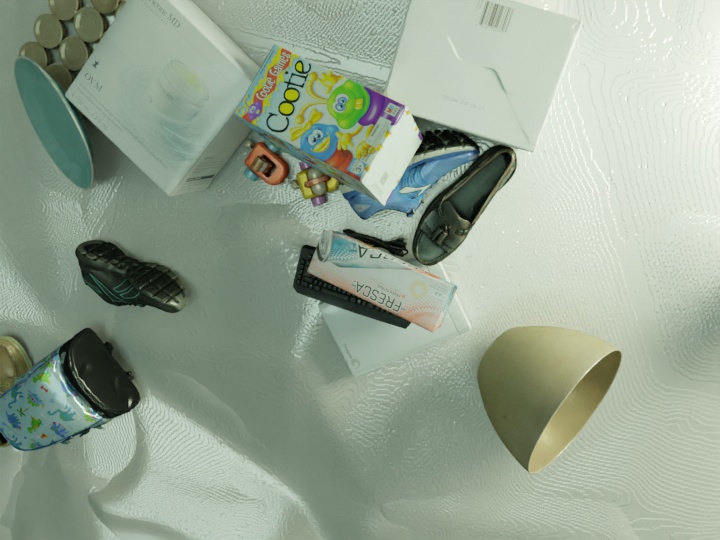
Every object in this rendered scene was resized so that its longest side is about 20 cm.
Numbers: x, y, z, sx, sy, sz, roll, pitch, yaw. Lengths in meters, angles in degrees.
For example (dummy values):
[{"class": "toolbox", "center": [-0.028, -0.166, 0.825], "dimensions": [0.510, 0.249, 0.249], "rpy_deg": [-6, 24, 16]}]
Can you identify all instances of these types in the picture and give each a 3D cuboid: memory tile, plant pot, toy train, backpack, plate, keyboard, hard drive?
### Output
[{"class": "memory tile", "center": [-0.419, -0.348, 0.828], "dimensions": [0.153, 0.017, 0.200], "rpy_deg": [40, 106, -1]}, {"class": "plant pot", "center": [0.242, 0.155, 0.758], "dimensions": [0.134, 0.200, 0.201], "rpy_deg": [37, 111, 37]}, {"class": "toy train", "center": [-0.078, -0.178, 0.787], "dimensions": [0.150, 0.056, 0.200], "rpy_deg": [46, 107, -3]}, {"class": "backpack", "center": [-0.509, 0.216, 0.928], "dimensions": [0.199, 0.154, 0.164], "rpy_deg": [-21, 106, 27]}, {"class": "plate", "center": [-0.446, -0.217, 0.814], "dimensions": [0.200, 0.026, 0.201], "rpy_deg": [30, 139, 30]}, {"class": "keyboard", "center": [0.000, 0.000, 0.816], "dimensions": [0.199, 0.021, 0.128], "rpy_deg": [17, 94, 15]}, {"class": "hard drive", "center": [0.051, 0.069, 0.839], "dimensions": [0.199, 0.027, 0.133], "rpy_deg": [-25, 98, 15]}]

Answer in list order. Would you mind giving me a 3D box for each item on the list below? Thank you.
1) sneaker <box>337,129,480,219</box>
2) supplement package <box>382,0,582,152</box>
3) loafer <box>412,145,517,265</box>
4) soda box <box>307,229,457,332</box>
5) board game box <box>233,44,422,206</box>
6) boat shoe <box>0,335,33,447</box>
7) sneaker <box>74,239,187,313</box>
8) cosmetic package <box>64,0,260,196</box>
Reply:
[{"class": "sneaker", "center": [0.073, -0.130, 0.770], "dimensions": [0.199, 0.079, 0.090], "rpy_deg": [-21, 122, 8]}, {"class": "supplement package", "center": [0.147, -0.257, 0.698], "dimensions": [0.199, 0.111, 0.157], "rpy_deg": [19, 107, 5]}, {"class": "loafer", "center": [0.139, -0.091, 0.754], "dimensions": [0.072, 0.063, 0.200], "rpy_deg": [39, 99, 3]}, {"class": "soda box", "center": [0.031, 0.012, 0.765], "dimensions": [0.199, 0.064, 0.069], "rpy_deg": [25, 98, 14]}, {"class": "board game box", "center": [-0.038, -0.183, 0.694], "dimensions": [0.199, 0.105, 0.103], "rpy_deg": [31, 91, 19]}, {"class": "boat shoe", "center": [-0.629, 0.219, 0.976], "dimensions": [0.073, 0.066, 0.202], "rpy_deg": [-2, 103, 10]}, {"class": "sneaker", "center": [-0.370, 0.022, 0.890], "dimensions": [0.199, 0.075, 0.080], "rpy_deg": [27, 120, 9]}, {"class": "cosmetic package", "center": [-0.256, -0.249, 0.768], "dimensions": [0.199, 0.123, 0.200], "rpy_deg": [43, 105, -2]}]
